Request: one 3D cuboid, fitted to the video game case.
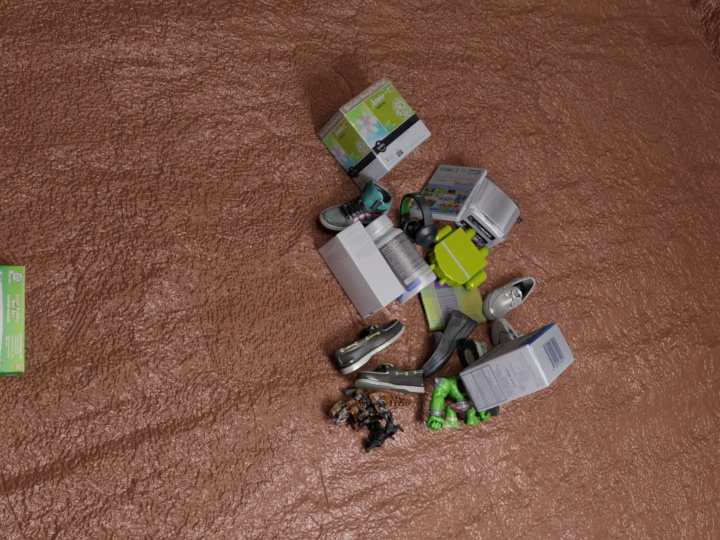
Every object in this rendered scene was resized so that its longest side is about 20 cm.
[{"bbox_3d":[0.234,-0.209,1.850,0.201,0.142,0.018,-56,142,-33],"label":"video game case"}]

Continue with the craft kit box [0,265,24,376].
[{"bbox_3d":[-0.698,0.088,1.222,0.196,0.048,0.202,2,71,-28],"label":"craft kit box"}]

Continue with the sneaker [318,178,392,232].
[{"bbox_3d":[0.001,-0.160,1.680,0.199,0.121,0.084,-15,62,-36],"label":"sneaker"}]

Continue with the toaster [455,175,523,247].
[{"bbox_3d":[0.345,-0.153,1.903,0.200,0.113,0.130,41,60,-12],"label":"toaster"}]

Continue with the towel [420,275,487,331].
[{"bbox_3d":[0.239,0.079,1.804,0.199,0.023,0.145,-7,77,-32],"label":"towel"}]

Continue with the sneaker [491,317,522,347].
[{"bbox_3d":[0.427,0.202,1.841,0.115,0.075,0.201,-29,93,-36],"label":"sneaker"}]

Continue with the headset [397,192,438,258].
[{"bbox_3d":[0.134,-0.093,1.755,0.093,0.123,0.202,-17,105,-23],"label":"headset"}]

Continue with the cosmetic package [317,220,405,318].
[{"bbox_3d":[0.000,0.000,1.638,0.085,0.107,0.201,-35,93,-36],"label":"cosmetic package"}]

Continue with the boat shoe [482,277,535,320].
[{"bbox_3d":[0.404,0.071,1.870,0.199,0.066,0.072,-25,88,-41],"label":"boat shoe"}]

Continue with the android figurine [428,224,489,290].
[{"bbox_3d":[0.254,-0.032,1.819,0.200,0.041,0.182,-37,88,-35],"label":"android figurine"}]

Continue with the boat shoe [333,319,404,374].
[{"bbox_3d":[0.022,0.161,1.604,0.201,0.072,0.061,-34,95,-35],"label":"boat shoe"}]

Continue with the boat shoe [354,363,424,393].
[{"bbox_3d":[0.067,0.244,1.600,0.200,0.071,0.061,15,71,-40],"label":"boat shoe"}]

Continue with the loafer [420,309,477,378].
[{"bbox_3d":[0.204,0.181,1.718,0.072,0.073,0.200,39,62,13],"label":"loafer"}]

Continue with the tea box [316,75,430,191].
[{"bbox_3d":[0.035,-0.349,1.774,0.197,0.133,0.200,49,55,-5],"label":"tea box"}]

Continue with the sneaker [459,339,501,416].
[{"bbox_3d":[0.324,0.265,1.758,0.088,0.077,0.202,-9,79,-42],"label":"sneaker"}]

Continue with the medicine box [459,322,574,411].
[{"bbox_3d":[0.363,0.223,1.616,0.182,0.199,0.104,-21,83,-53],"label":"medicine box"}]

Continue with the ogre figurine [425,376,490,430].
[{"bbox_3d":[0.234,0.312,1.668,0.198,0.098,0.121,-1,83,-19],"label":"ogre figurine"}]

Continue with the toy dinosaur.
[{"bbox_3d":[0.031,0.315,1.550,0.198,0.102,0.136,-19,63,-13],"label":"toy dinosaur"}]

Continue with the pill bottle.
[{"bbox_3d":[0.083,-0.029,1.689,0.113,0.114,0.201,-33,85,-35],"label":"pill bottle"}]
